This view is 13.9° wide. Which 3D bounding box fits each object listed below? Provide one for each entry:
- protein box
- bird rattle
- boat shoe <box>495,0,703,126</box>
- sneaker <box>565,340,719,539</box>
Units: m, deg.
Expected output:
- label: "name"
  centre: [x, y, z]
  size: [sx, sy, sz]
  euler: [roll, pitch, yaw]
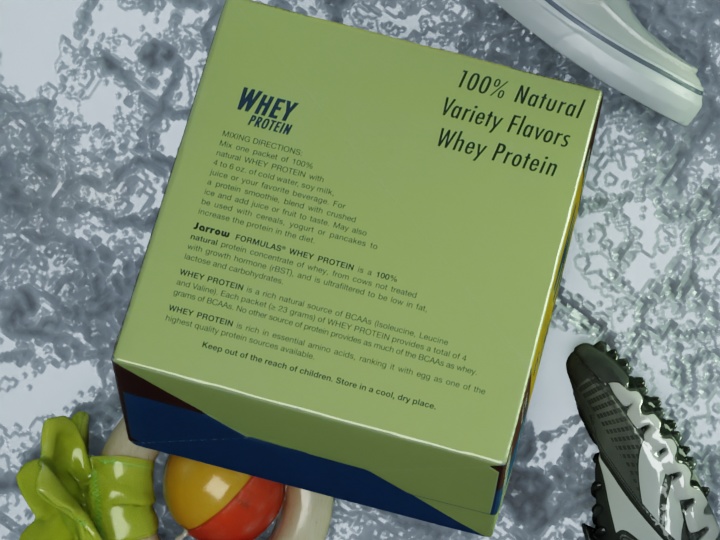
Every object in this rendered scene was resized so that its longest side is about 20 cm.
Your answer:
- label: "protein box"
  centre: [0.000, 0.000, 1.482]
  size: [0.197, 0.135, 0.201]
  euler: [14, 70, 4]
- label: "bird rattle"
  centre: [-0.083, 0.136, 1.554]
  size: [0.200, 0.113, 0.163]
  euler: [41, 80, -1]
- label: "boat shoe"
  centre: [0.104, -0.155, 1.526]
  size: [0.200, 0.074, 0.067]
  euler: [36, 99, 3]
- label: "sneaker"
  centre: [0.145, 0.137, 1.544]
  size: [0.090, 0.066, 0.201]
  euler: [-29, 93, 4]
